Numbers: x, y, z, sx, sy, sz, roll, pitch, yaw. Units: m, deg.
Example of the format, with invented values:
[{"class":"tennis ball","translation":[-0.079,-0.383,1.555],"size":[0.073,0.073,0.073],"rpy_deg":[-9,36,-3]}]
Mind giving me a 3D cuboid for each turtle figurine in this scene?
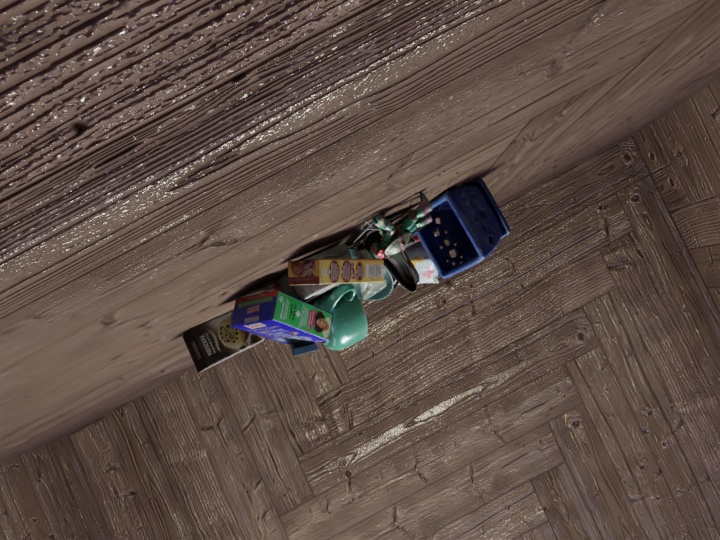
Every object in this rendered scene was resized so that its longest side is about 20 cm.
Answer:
[{"class":"turtle figurine","translation":[0.075,-0.090,1.359],"size":[0.197,0.102,0.150],"rpy_deg":[-33,178,-6]}]

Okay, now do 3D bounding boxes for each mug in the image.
[{"class":"mug","translation":[-0.068,0.118,1.585],"size":[0.112,0.191,0.151],"rpy_deg":[-22,-160,-26]}]

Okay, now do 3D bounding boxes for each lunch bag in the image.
[{"class":"lunch bag","translation":[0.172,-0.053,1.954],"size":[0.163,0.131,0.202],"rpy_deg":[-2,-149,6]}]

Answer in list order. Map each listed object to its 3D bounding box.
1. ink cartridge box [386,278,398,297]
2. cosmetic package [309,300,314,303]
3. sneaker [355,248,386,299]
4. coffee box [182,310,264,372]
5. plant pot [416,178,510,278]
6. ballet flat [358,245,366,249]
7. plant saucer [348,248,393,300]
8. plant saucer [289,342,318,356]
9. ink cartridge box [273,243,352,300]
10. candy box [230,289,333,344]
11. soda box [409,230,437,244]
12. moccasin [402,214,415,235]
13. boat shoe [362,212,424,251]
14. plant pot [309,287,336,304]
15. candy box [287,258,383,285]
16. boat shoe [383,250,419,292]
[{"class":"ink cartridge box","translation":[0.054,-0.002,1.774],"size":[0.095,0.037,0.199],"rpy_deg":[-51,-143,0]},{"class":"cosmetic package","translation":[-0.090,0.096,1.830],"size":[0.149,0.205,0.051],"rpy_deg":[-29,174,38]},{"class":"sneaker","translation":[0.023,0.008,1.502],"size":[0.069,0.081,0.202],"rpy_deg":[-28,159,-13]},{"class":"coffee box","translation":[-0.384,0.190,1.671],"size":[0.197,0.116,0.079],"rpy_deg":[-25,177,-42]},{"class":"plant pot","translation":[0.286,-0.125,1.642],"size":[0.178,0.204,0.199],"rpy_deg":[-30,179,-33]},{"class":"ballet flat","translation":[0.014,-0.001,1.723],"size":[0.071,0.073,0.203],"rpy_deg":[-27,-144,16]},{"class":"plant saucer","translation":[0.000,0.000,1.586],"size":[0.199,0.199,0.039],"rpy_deg":[-30,-152,48]},{"class":"plant saucer","translation":[-0.154,0.197,1.581],"size":[0.068,0.020,0.200],"rpy_deg":[-14,-176,-9]},{"class":"ink cartridge box","translation":[-0.116,0.019,1.500],"size":[0.142,0.086,0.199],"rpy_deg":[-24,176,-31]},{"class":"candy box","translation":[-0.193,0.121,1.468],"size":[0.166,0.080,0.198],"rpy_deg":[-10,156,40]},{"class":"soda box","translation":[0.148,-0.111,1.822],"size":[0.197,0.065,0.070],"rpy_deg":[-25,177,-44]},{"class":"moccasin","translation":[0.063,-0.082,1.601],"size":[0.197,0.069,0.081],"rpy_deg":[-34,-173,17]},{"class":"boat shoe","translation":[0.100,-0.090,1.482],"size":[0.198,0.063,0.075],"rpy_deg":[-26,148,-27]},{"class":"plant pot","translation":[-0.157,0.094,1.740],"size":[0.183,0.192,0.198],"rpy_deg":[-24,-169,-31]},{"class":"candy box","translation":[-0.053,0.003,1.335],"size":[0.196,0.059,0.115],"rpy_deg":[-3,-179,-44]},{"class":"boat shoe","translation":[0.094,-0.026,1.548],"size":[0.066,0.201,0.058],"rpy_deg":[-32,-155,17]}]
